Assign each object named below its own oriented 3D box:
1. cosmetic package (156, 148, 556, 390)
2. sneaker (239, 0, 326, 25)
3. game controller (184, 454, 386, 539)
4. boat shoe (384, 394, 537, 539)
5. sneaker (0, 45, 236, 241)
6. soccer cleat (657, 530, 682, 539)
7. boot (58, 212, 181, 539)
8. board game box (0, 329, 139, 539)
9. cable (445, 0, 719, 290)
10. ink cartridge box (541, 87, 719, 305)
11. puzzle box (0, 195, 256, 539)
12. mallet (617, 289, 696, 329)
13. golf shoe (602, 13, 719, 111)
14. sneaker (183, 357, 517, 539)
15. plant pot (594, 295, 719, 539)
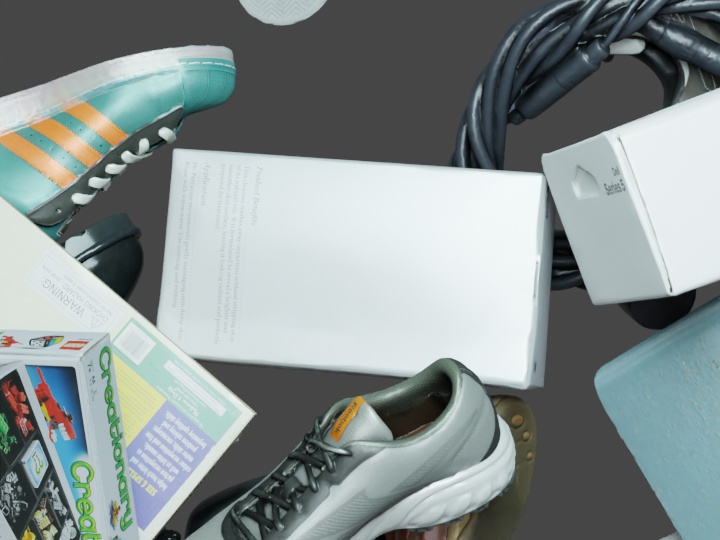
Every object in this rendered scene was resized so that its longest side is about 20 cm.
[{"bbox_3d":[0.000,0.000,1.397,0.198,0.081,0.114,6,87,8],"label":"cosmetic package"},{"bbox_3d":[-0.038,-0.244,1.459,0.073,0.116,0.201,2,118,2],"label":"sneaker"},{"bbox_3d":[-0.030,0.172,1.355,0.104,0.042,0.201,-29,39,7],"label":"game controller"},{"bbox_3d":[0.036,0.159,1.411,0.067,0.072,0.202,12,88,32],"label":"boat shoe"},{"bbox_3d":[-0.154,-0.059,1.429,0.199,0.071,0.080,-19,87,-1],"label":"sneaker"},{"bbox_3d":[0.218,0.151,1.408,0.198,0.085,0.069,-14,82,-6],"label":"soccer cleat"},{"bbox_3d":[-0.155,0.089,1.400,0.198,0.073,0.163,-38,83,-1],"label":"boot"},{"bbox_3d":[-0.171,0.127,1.314,0.125,0.035,0.202,2,110,22],"label":"board game box"},{"bbox_3d":[0.139,-0.073,1.427,0.198,0.051,0.164,-12,113,6],"label":"cable"},{"bbox_3d":[0.204,-0.054,1.300,0.199,0.145,0.085,-20,90,-10],"label":"ink cartridge box"},{"bbox_3d":[-0.168,0.060,1.357,0.200,0.025,0.133,40,88,3],"label":"puzzle box"},{"bbox_3d":[0.217,-0.029,1.390,0.199,0.066,0.041,-23,119,4],"label":"mallet"},{"bbox_3d":[0.139,-0.167,1.455,0.094,0.078,0.200,-45,89,-5],"label":"golf shoe"},{"bbox_3d":[-0.020,0.108,1.323,0.199,0.080,0.074,-31,41,-12],"label":"sneaker"},{"bbox_3d":[0.274,0.064,1.319,0.195,0.200,0.197,-23,77,-31],"label":"plant pot"}]
